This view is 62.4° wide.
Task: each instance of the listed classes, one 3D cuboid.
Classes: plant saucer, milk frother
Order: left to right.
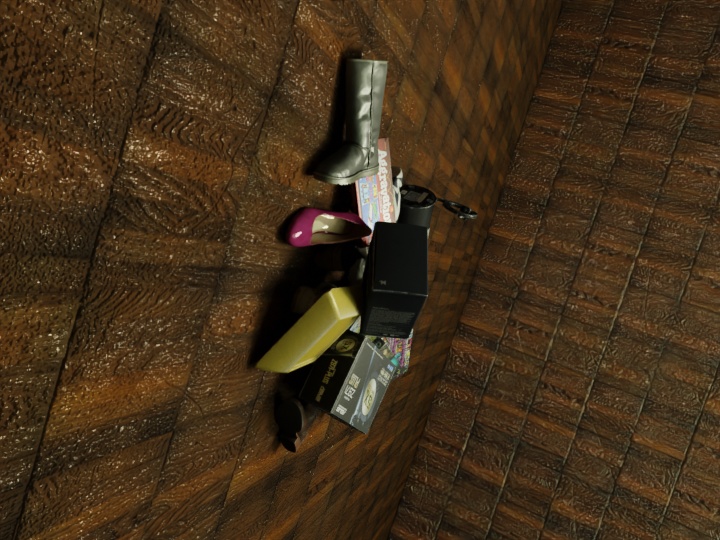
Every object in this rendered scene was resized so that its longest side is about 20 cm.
[{"bbox_3d":[-0.078,0.115,1.102,0.200,0.049,0.200,-46,169,13],"label":"plant saucer"},{"bbox_3d":[0.170,-0.098,1.489,0.179,0.199,0.190,-27,137,-37],"label":"milk frother"}]

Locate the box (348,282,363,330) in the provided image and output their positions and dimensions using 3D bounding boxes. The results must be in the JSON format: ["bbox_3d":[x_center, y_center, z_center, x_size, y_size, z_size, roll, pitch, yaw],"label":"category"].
[{"bbox_3d":[0.001,0.085,1.363,0.137,0.037,0.200,-57,172,9],"label":"box"}]

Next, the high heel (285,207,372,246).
[{"bbox_3d":[-0.053,-0.073,1.059,0.200,0.095,0.068,-36,142,-60],"label":"high heel"}]

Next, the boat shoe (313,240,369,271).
[{"bbox_3d":[-0.026,-0.052,1.211,0.200,0.067,0.073,-28,116,-61],"label":"boat shoe"}]

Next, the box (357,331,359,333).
[{"bbox_3d":[-0.029,0.230,1.521,0.144,0.036,0.203,-36,139,-60],"label":"box"}]

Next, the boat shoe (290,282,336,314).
[{"bbox_3d":[-0.073,0.068,1.193,0.200,0.062,0.074,-5,113,-70],"label":"boat shoe"}]

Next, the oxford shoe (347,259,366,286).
[{"bbox_3d":[0.000,0.000,1.359,0.075,0.057,0.202,-53,170,-55],"label":"oxford shoe"}]

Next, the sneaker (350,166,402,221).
[{"bbox_3d":[0.040,-0.128,1.299,0.200,0.078,0.131,-65,155,-49],"label":"sneaker"}]

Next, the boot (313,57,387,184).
[{"bbox_3d":[-0.014,-0.261,1.032,0.181,0.072,0.203,-33,137,-52],"label":"boot"}]

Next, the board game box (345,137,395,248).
[{"bbox_3d":[0.024,-0.154,1.173,0.102,0.019,0.203,-20,110,-41],"label":"board game box"}]

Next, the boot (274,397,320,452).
[{"bbox_3d":[-0.107,0.269,1.295,0.201,0.064,0.188,-53,163,-41],"label":"boot"}]

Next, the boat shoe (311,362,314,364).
[{"bbox_3d":[-0.053,0.175,1.347,0.198,0.074,0.067,9,62,-49],"label":"boat shoe"}]

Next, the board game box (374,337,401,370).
[{"bbox_3d":[0.005,0.271,1.475,0.200,0.028,0.136,-43,142,-8],"label":"board game box"}]

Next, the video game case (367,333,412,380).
[{"bbox_3d":[0.055,0.225,1.541,0.180,0.036,0.202,-25,137,-29],"label":"video game case"}]

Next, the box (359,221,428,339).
[{"bbox_3d":[0.062,0.024,1.147,0.201,0.103,0.150,104,-9,-61],"label":"box"}]

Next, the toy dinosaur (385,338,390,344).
[{"bbox_3d":[0.051,0.076,1.474,0.058,0.101,0.203,17,81,-32],"label":"toy dinosaur"}]

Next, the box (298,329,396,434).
[{"bbox_3d":[-0.021,0.233,1.251,0.165,0.085,0.200,-63,149,-16],"label":"box"}]
